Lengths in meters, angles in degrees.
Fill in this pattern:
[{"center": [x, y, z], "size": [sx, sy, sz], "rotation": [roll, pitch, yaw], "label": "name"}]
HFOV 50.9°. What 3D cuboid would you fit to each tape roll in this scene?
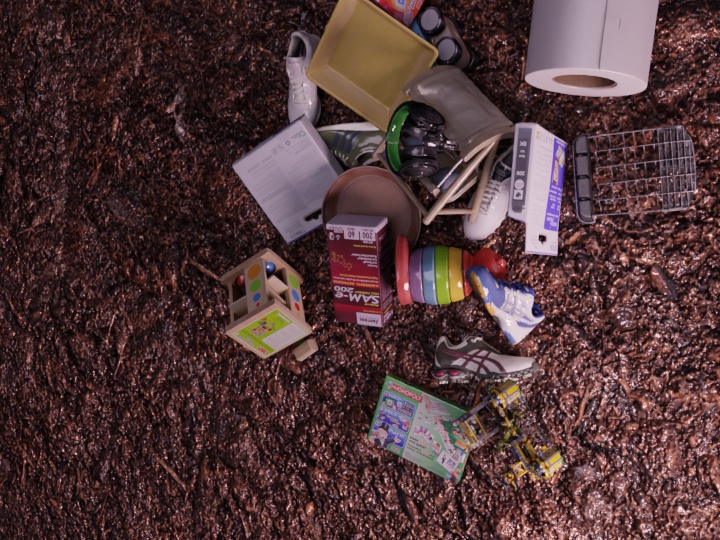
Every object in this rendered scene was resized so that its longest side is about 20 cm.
[{"center": [0.375, -0.376, 1.237], "size": [0.198, 0.202, 0.143], "rotation": [8, 93, 23], "label": "tape roll"}]

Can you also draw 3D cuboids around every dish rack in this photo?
[{"center": [0.460, -0.165, 1.281], "size": [0.195, 0.054, 0.158], "rotation": [-4, 90, 22], "label": "dish rack"}]

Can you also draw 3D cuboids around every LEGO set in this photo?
[{"center": [0.245, 0.299, 1.318], "size": [0.114, 0.154, 0.203], "rotation": [-29, 88, -16], "label": "LEGO set"}]

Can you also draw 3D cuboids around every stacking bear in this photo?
[{"center": [0.168, 0.004, 1.382], "size": [0.195, 0.115, 0.123], "rotation": [-3, 133, 12], "label": "stacking bear"}]

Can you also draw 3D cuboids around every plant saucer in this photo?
[{"center": [0.022, -0.384, 1.377], "size": [0.198, 0.049, 0.201], "rotation": [34, 132, -2], "label": "plant saucer"}, {"center": [0.023, -0.106, 1.454], "size": [0.195, 0.037, 0.205], "rotation": [6, 114, 14], "label": "plant saucer"}]

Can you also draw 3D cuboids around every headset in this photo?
[{"center": [0.089, -0.211, 1.228], "size": [0.199, 0.092, 0.127], "rotation": [23, 108, 57], "label": "headset"}]

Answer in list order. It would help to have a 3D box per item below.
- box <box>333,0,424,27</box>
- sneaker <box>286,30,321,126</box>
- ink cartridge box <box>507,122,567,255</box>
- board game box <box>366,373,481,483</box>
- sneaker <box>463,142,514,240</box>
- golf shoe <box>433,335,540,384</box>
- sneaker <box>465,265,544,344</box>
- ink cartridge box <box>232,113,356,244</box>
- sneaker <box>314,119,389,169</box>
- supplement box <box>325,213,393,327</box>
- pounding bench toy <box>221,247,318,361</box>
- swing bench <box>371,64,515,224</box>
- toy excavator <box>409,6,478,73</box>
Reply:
[{"center": [0.027, -0.525, 1.399], "size": [0.199, 0.095, 0.101], "rotation": [35, 94, 48], "label": "box"}, {"center": [-0.124, -0.376, 1.513], "size": [0.073, 0.099, 0.206], "rotation": [3, 93, 21], "label": "sneaker"}, {"center": [0.298, -0.129, 1.274], "size": [0.043, 0.197, 0.206], "rotation": [5, 91, 29], "label": "ink cartridge box"}, {"center": [0.119, 0.299, 1.447], "size": [0.197, 0.029, 0.138], "rotation": [22, 98, 23], "label": "board game box"}, {"center": [0.241, -0.146, 1.363], "size": [0.076, 0.080, 0.203], "rotation": [35, 105, 18], "label": "sneaker"}, {"center": [0.226, 0.160, 1.376], "size": [0.195, 0.077, 0.090], "rotation": [-4, 80, 22], "label": "golf shoe"}, {"center": [0.253, 0.042, 1.316], "size": [0.087, 0.200, 0.076], "rotation": [-36, 42, 7], "label": "sneaker"}, {"center": [-0.129, -0.178, 1.513], "size": [0.194, 0.044, 0.202], "rotation": [-25, 111, 31], "label": "ink cartridge box"}, {"center": [-0.022, -0.236, 1.484], "size": [0.195, 0.067, 0.092], "rotation": [-3, 84, 21], "label": "sneaker"}, {"center": [0.000, 0.000, 1.445], "size": [0.106, 0.061, 0.205], "rotation": [5, 115, 24], "label": "supplement box"}, {"center": [-0.170, 0.077, 1.531], "size": [0.123, 0.200, 0.158], "rotation": [-28, 48, 18], "label": "pounding bench toy"}, {"center": [0.148, -0.221, 1.321], "size": [0.200, 0.128, 0.202], "rotation": [54, 132, 34], "label": "swing bench"}, {"center": [0.093, -0.413, 1.426], "size": [0.198, 0.099, 0.198], "rotation": [-34, 76, 29], "label": "toy excavator"}]
